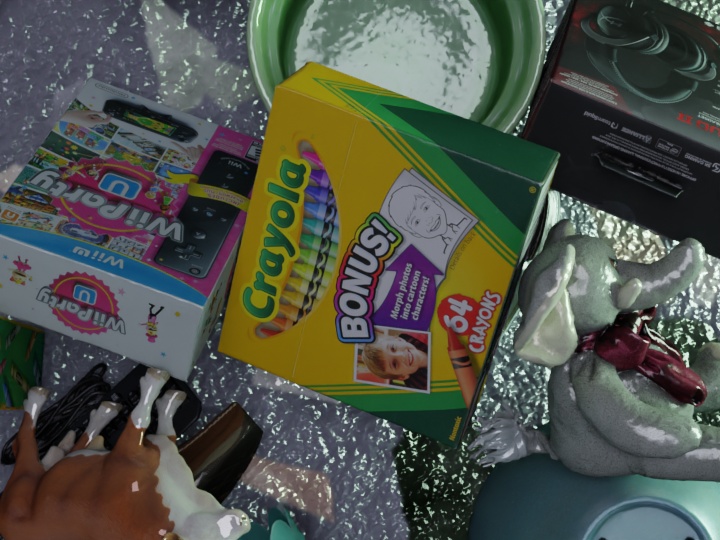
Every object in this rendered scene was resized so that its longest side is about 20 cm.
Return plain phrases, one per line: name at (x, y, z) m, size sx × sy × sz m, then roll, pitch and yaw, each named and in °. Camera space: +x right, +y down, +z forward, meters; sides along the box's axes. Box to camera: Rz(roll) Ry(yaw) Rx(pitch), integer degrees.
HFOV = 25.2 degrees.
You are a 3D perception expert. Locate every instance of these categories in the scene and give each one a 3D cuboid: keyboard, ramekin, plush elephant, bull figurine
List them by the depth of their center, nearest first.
bull figurine at (-0.151, 0.130, 0.995) m, size 0.199 × 0.065 × 0.122 m, roll -8°, pitch 63°, yaw 36°
plush elephant at (0.161, 0.041, 1.014) m, size 0.199 × 0.165 × 0.155 m, roll -5°, pitch 109°, yaw 6°
keyboard at (-0.205, 0.128, 1.081) m, size 0.200 × 0.040 × 0.104 m, roll -43°, pitch 43°, yaw -5°
ramekin at (0.023, -0.152, 1.110) m, size 0.199 × 0.098 × 0.201 m, roll 0°, pitch 85°, yaw -1°

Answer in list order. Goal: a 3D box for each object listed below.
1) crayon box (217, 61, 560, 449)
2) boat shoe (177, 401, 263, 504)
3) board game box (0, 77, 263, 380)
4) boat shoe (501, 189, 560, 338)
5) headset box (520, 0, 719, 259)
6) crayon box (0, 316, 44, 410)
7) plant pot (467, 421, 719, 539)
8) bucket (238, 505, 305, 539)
crayon box at (0.013, -0.008, 1.019) m, size 0.172 × 0.058 × 0.201 m, roll 20°, pitch 120°, yaw 10°
boat shoe at (-0.155, 0.159, 1.091) m, size 0.200 × 0.076 × 0.074 m, roll -44°, pitch 74°, yaw -7°
board game box at (-0.146, -0.032, 1.050) m, size 0.147 × 0.200 × 0.064 m, roll 19°, pitch 127°, yaw 0°
boat shoe at (0.085, 0.015, 1.117) m, size 0.068 × 0.057 × 0.201 m, roll 26°, pitch 85°, yaw 1°
headset box at (0.190, -0.103, 1.062) m, size 0.148 × 0.200 × 0.077 m, roll 23°, pitch 125°, yaw 1°
crayon box at (-0.279, 0.058, 1.032) m, size 0.118 × 0.200 × 0.059 m, roll 3°, pitch 85°, yaw -1°
plant pot at (0.177, 0.192, 1.066) m, size 0.199 × 0.135 × 0.201 m, roll 0°, pitch 85°, yaw -2°
bucket at (-0.089, 0.259, 1.022) m, size 0.207 × 0.207 × 0.135 m, roll -34°, pitch 90°, yaw -4°
